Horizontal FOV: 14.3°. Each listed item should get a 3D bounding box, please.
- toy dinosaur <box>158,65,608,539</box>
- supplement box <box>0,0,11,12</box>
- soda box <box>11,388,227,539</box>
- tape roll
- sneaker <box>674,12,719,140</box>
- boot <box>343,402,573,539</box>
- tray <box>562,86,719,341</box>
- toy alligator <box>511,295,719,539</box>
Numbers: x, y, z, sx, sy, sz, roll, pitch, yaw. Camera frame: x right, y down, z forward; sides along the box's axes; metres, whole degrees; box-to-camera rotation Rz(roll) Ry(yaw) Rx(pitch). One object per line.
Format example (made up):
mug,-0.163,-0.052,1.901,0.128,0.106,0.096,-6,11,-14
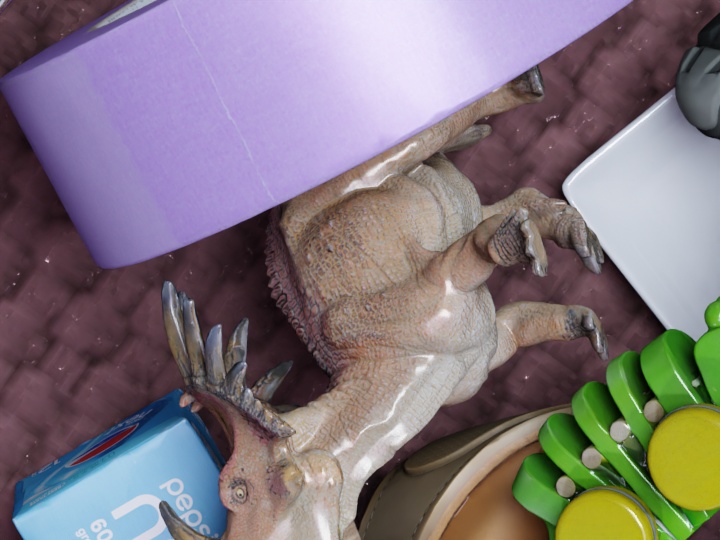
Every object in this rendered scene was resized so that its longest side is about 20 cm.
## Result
toy dinosaur,0.000,0.000,0.882,0.135,0.200,0.086,-15,127,13
supplement box,-0.145,-0.098,0.799,0.103,0.200,0.131,42,62,-10
soda box,-0.037,0.144,0.955,0.068,0.064,0.201,-30,98,-1
tape roll,-0.007,-0.077,0.862,0.199,0.200,0.066,-28,99,-1
sneaker,0.197,-0.074,0.932,0.199,0.075,0.080,-22,107,-16
boot,0.046,0.132,0.924,0.199,0.074,0.155,-21,90,-29
tray,0.167,0.013,0.979,0.107,0.022,0.200,-39,99,1
toy alligator,0.104,0.036,0.848,0.054,0.059,0.200,48,114,7
